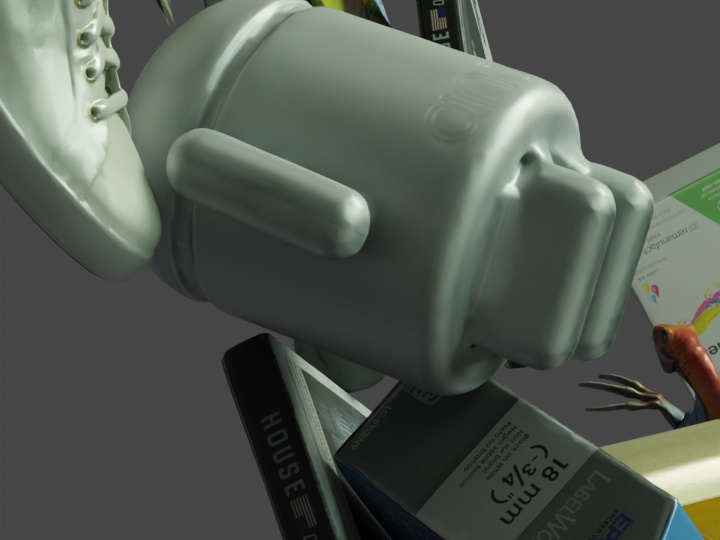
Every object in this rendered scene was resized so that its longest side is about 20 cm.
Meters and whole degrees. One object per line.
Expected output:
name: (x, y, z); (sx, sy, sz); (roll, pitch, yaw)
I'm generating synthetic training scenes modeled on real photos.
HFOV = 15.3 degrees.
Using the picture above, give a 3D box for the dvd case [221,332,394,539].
dvd case: (0.016, 0.120, 1.017); (0.200, 0.025, 0.151); (40, 26, -61)

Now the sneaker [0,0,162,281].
sneaker: (-0.100, -0.095, 0.843); (0.201, 0.084, 0.073); (63, 9, -9)

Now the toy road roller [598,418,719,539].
toy road roller: (0.163, 0.158, 1.071); (0.200, 0.122, 0.147); (29, -58, 51)

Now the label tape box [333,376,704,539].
label tape box: (0.096, 0.125, 0.930); (0.200, 0.063, 0.144); (33, -15, 47)

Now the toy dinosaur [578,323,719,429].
toy dinosaur: (0.189, 0.099, 1.509); (0.182, 0.199, 0.105); (123, -35, -51)

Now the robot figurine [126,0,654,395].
robot figurine: (-0.002, -0.028, 0.928); (0.199, 0.113, 0.169); (20, 7, 21)

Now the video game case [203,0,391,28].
video game case: (-0.030, -0.138, 1.352); (0.200, 0.045, 0.182); (51, 18, -48)

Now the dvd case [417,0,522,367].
dvd case: (0.058, -0.066, 1.322); (0.200, 0.025, 0.151); (70, 11, -55)

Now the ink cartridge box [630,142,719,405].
ink cartridge box: (0.312, 0.008, 2.285); (0.201, 0.145, 0.088); (60, 12, -14)

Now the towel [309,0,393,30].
towel: (-0.018, -0.147, 1.267); (0.200, 0.018, 0.086); (57, 15, -31)

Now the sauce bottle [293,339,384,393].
sauce bottle: (0.000, 0.000, 1.122); (0.065, 0.065, 0.200); (60, 13, -11)
